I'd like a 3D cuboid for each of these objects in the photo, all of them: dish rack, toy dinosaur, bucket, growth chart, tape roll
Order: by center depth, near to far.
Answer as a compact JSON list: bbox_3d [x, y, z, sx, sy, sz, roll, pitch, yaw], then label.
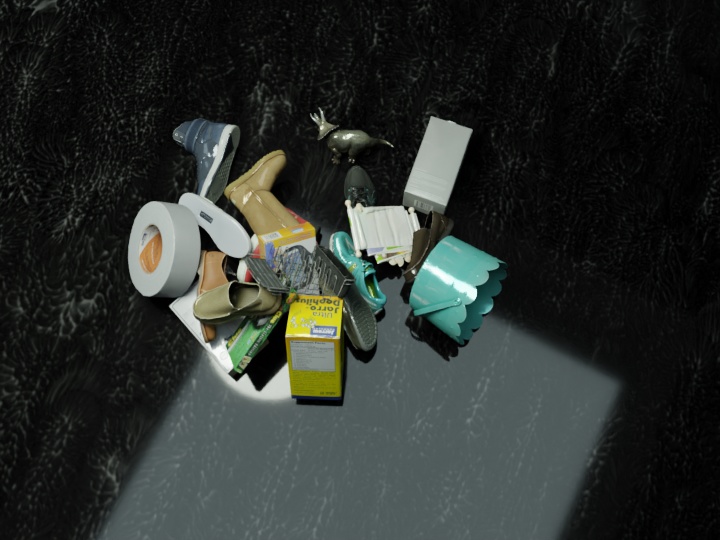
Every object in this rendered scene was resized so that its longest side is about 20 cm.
[{"bbox_3d":[-0.125,-0.001,1.494,0.197,0.153,0.055,6,114,-33],"label":"dish rack"},{"bbox_3d":[0.203,0.038,1.583,0.134,0.208,0.208,31,76,21],"label":"bucket"},{"bbox_3d":[-0.422,-0.044,1.621,0.198,0.065,0.204,-6,82,45],"label":"tape roll"},{"bbox_3d":[0.060,-0.079,1.658,0.197,0.018,0.148,1,76,-33],"label":"growth chart"},{"bbox_3d":[-0.024,-0.292,1.733,0.197,0.102,0.078,17,74,7],"label":"toy dinosaur"}]

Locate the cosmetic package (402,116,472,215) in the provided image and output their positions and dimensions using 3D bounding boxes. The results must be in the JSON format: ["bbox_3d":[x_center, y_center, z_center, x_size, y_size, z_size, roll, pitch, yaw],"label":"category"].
[{"bbox_3d":[0.175,-0.235,1.724,0.105,0.090,0.203,20,72,7],"label":"cosmetic package"}]

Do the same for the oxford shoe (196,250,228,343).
[{"bbox_3d":[-0.307,0.053,1.590,0.070,0.071,0.204,-1,72,-4],"label":"oxford shoe"}]

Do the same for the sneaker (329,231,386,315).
[{"bbox_3d":[0.000,0.000,1.650,0.077,0.079,0.202,-19,77,-43],"label":"sneaker"}]

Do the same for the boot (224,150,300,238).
[{"bbox_3d":[-0.178,-0.142,1.659,0.175,0.066,0.200,-40,74,-9],"label":"boot"}]

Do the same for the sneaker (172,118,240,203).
[{"bbox_3d":[-0.373,-0.251,1.743,0.144,0.077,0.206,16,83,15],"label":"sneaker"}]

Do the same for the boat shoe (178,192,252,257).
[{"bbox_3d":[-0.307,-0.100,1.655,0.199,0.070,0.072,35,105,13],"label":"boat shoe"}]

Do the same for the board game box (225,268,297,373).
[{"bbox_3d":[-0.202,0.101,1.532,0.023,0.105,0.201,32,98,-31],"label":"board game box"}]

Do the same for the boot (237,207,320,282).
[{"bbox_3d":[-0.174,-0.035,1.678,0.143,0.073,0.202,28,72,7],"label":"boot"}]

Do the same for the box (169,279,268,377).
[{"bbox_3d":[-0.305,0.116,1.638,0.117,0.060,0.200,-43,78,-11],"label":"box"}]

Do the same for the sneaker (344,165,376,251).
[{"bbox_3d":[0.005,-0.148,1.703,0.074,0.079,0.204,-8,72,-1],"label":"sneaker"}]

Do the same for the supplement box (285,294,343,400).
[{"bbox_3d":[-0.089,0.159,1.538,0.107,0.202,0.111,2,45,1],"label":"supplement box"}]

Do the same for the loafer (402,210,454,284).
[{"bbox_3d":[0.135,-0.053,1.655,0.071,0.073,0.201,39,54,-11],"label":"loafer"}]

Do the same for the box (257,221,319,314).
[{"bbox_3d":[-0.148,0.008,1.605,0.117,0.203,0.041,-17,31,-24],"label":"box"}]

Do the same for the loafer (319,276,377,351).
[{"bbox_3d":[-0.029,0.081,1.607,0.075,0.069,0.203,-15,77,-49],"label":"loafer"}]

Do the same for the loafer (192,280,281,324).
[{"bbox_3d":[-0.252,0.055,1.491,0.197,0.068,0.077,-12,58,19],"label":"loafer"}]
